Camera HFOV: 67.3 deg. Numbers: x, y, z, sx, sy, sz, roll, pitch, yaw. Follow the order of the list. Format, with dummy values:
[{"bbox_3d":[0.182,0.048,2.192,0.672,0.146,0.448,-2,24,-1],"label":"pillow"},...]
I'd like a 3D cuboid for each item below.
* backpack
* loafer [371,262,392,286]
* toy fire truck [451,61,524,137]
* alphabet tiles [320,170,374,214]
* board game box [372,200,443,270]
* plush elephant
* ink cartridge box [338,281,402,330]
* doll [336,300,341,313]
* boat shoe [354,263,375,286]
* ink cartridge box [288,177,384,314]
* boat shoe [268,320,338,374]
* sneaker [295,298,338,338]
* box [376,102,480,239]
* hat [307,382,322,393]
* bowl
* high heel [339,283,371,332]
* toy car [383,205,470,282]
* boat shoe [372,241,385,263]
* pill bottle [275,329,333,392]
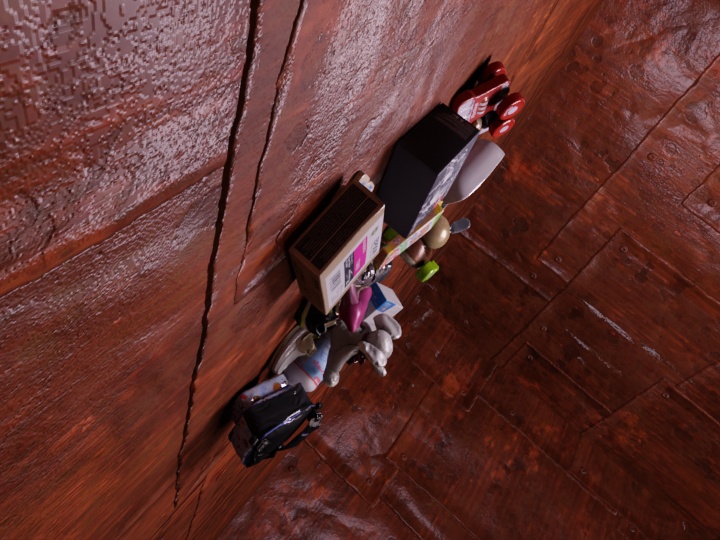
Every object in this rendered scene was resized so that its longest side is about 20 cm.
[{"bbox_3d":[-0.213,0.344,1.216,0.196,0.155,0.193,-12,143,-43],"label":"backpack"},{"bbox_3d":[0.011,0.042,1.517,0.071,0.072,0.204,-7,130,-55],"label":"loafer"},{"bbox_3d":[0.274,-0.372,1.260,0.164,0.115,0.201,-26,166,-6],"label":"toy fire truck"},{"bbox_3d":[-0.045,-0.083,0.966,0.202,0.014,0.195,-55,167,3],"label":"alphabet tiles"},{"bbox_3d":[0.114,-0.081,1.232,0.199,0.030,0.096,-41,172,-23],"label":"board game box"},{"bbox_3d":[0.014,0.180,1.262,0.164,0.152,0.205,-41,145,-45],"label":"plush elephant"},{"bbox_3d":[0.010,0.130,1.495,0.199,0.068,0.115,-41,152,14],"label":"ink cartridge box"},{"bbox_3d":[-0.036,0.062,1.394,0.139,0.047,0.200,-63,175,9],"label":"doll"},{"bbox_3d":[0.000,0.000,1.224,0.063,0.074,0.200,-9,169,5],"label":"boat shoe"},{"bbox_3d":[-0.037,-0.033,0.928,0.165,0.075,0.201,-48,166,-16],"label":"ink cartridge box"},{"bbox_3d":[-0.130,0.164,1.246,0.201,0.068,0.075,-51,170,-13],"label":"boat shoe"},{"bbox_3d":[-0.070,0.063,1.146,0.072,0.082,0.202,-40,163,-50],"label":"sneaker"},{"bbox_3d":[0.131,-0.203,1.120,0.182,0.103,0.202,-45,167,-34],"label":"box"},{"bbox_3d":[-0.117,0.262,1.573,0.199,0.081,0.202,-37,161,-15],"label":"hat"},{"bbox_3d":[0.243,-0.255,1.375,0.201,0.075,0.198,-48,-160,-18],"label":"bowl"},{"bbox_3d":[-0.011,0.084,1.186,0.200,0.065,0.100,16,67,-75],"label":"high heel"},{"bbox_3d":[0.190,-0.100,1.455,0.199,0.165,0.157,-43,172,13],"label":"toy car"},{"bbox_3d":[0.032,-0.042,1.321,0.073,0.060,0.202,-52,170,-2],"label":"boat shoe"},{"bbox_3d":[-0.127,0.228,1.356,0.201,0.108,0.109,-50,170,-17],"label":"pill bottle"}]
